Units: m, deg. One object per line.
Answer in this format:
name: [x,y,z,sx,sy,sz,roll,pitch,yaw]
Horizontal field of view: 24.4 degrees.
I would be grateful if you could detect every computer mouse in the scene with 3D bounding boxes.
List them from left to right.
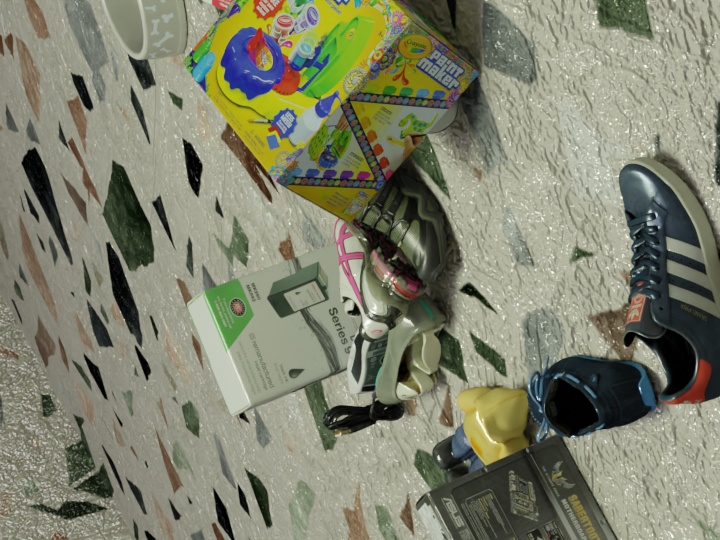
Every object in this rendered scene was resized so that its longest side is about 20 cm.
computer mouse: [0.017,0.109,1.926,0.044,0.109,0.201,53,144,36]

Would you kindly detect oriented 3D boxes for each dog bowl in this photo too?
dog bowl: [-0.305,-0.380,2.279,0.200,0.058,0.201,50,153,38]

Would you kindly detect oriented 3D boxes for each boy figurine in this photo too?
boy figurine: [0.134,0.178,1.737,0.125,0.064,0.200,65,162,16]

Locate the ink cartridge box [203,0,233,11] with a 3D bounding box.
ink cartridge box: [-0.106,-0.380,1.679,0.145,0.144,0.201,36,142,55]

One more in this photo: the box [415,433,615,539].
box: [0.168,0.279,1.617,0.201,0.158,0.048,62,155,16]

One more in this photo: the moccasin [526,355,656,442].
moccasin: [0.193,0.115,1.526,0.081,0.068,0.200,67,159,4]

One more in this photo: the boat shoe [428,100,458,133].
boat shoe: [0.034,-0.177,1.655,0.200,0.071,0.070,30,170,43]

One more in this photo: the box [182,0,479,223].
box: [-0.031,-0.192,1.577,0.122,0.193,0.200,28,-163,-50]

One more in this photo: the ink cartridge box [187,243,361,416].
ink cartridge box: [-0.081,0.065,1.962,0.147,0.199,0.084,66,156,5]

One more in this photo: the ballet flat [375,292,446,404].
ballet flat: [0.058,0.104,1.849,0.064,0.067,0.200,46,151,28]

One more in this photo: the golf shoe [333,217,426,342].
golf shoe: [0.000,0.000,1.806,0.092,0.072,0.200,-53,28,13]

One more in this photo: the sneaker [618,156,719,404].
sneaker: [0.235,0.012,1.308,0.201,0.084,0.075,67,159,4]

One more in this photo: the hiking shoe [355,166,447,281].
hiking shoe: [0.015,-0.068,1.741,0.201,0.100,0.076,62,158,17]
